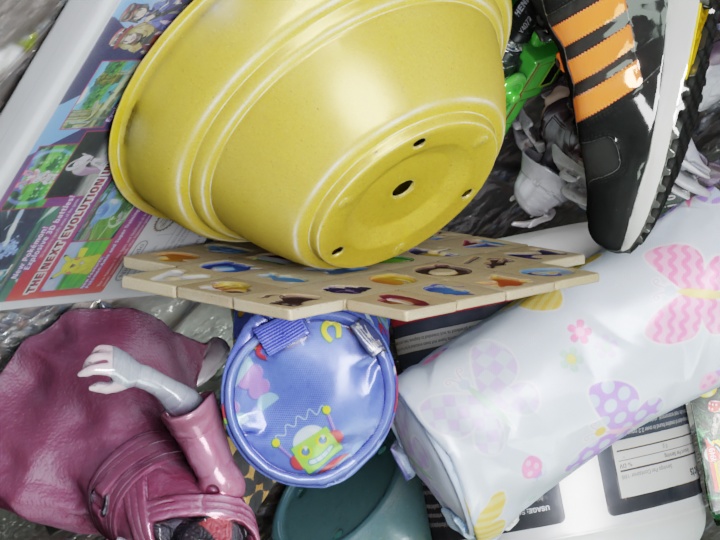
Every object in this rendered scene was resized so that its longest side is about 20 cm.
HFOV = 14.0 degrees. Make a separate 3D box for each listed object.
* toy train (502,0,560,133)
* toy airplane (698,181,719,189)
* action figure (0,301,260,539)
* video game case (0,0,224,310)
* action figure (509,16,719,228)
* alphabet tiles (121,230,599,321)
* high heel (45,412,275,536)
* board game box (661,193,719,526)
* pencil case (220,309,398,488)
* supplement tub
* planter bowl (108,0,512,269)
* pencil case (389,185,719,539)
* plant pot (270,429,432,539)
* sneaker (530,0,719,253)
[{"bbox_3d":[0.065,-0.090,1.372,0.056,0.042,0.200,-22,152,-47],"label":"toy train"},{"bbox_3d":[0.243,-0.037,1.500,0.140,0.200,0.201,12,130,3],"label":"toy airplane"},{"bbox_3d":[-0.096,0.105,1.304,0.149,0.200,0.134,20,104,-43],"label":"action figure"},{"bbox_3d":[-0.085,-0.059,1.264,0.182,0.023,0.200,-6,142,-45],"label":"video game case"},{"bbox_3d":[0.147,-0.087,1.391,0.200,0.130,0.069,-42,129,2],"label":"action figure"},{"bbox_3d":[0.000,0.000,1.283,0.200,0.166,0.006,-10,106,-48],"label":"alphabet tiles"},{"bbox_3d":[-0.072,0.177,1.491,0.142,0.201,0.071,-17,-177,-26],"label":"high heel"},{"bbox_3d":[0.171,0.028,1.500,0.023,0.201,0.105,-11,169,4],"label":"board game box"},{"bbox_3d":[-0.024,0.034,1.331,0.078,0.087,0.200,-18,-169,3],"label":"pencil case"},{"bbox_3d":[0.096,0.083,1.474,0.140,0.201,0.140,-10,177,0],"label":"supplement tub"},{"bbox_3d":[0.000,-0.061,1.240,0.200,0.084,0.201,-28,153,-16],"label":"planter bowl"},{"bbox_3d":[0.110,0.044,1.366,0.200,0.091,0.083,-32,-176,-10],"label":"pencil case"},{"bbox_3d":[0.028,0.159,1.601,0.200,0.200,0.135,-40,119,10],"label":"plant pot"},{"bbox_3d":[0.108,-0.107,1.283,0.070,0.090,0.201,-55,156,-60],"label":"sneaker"}]
